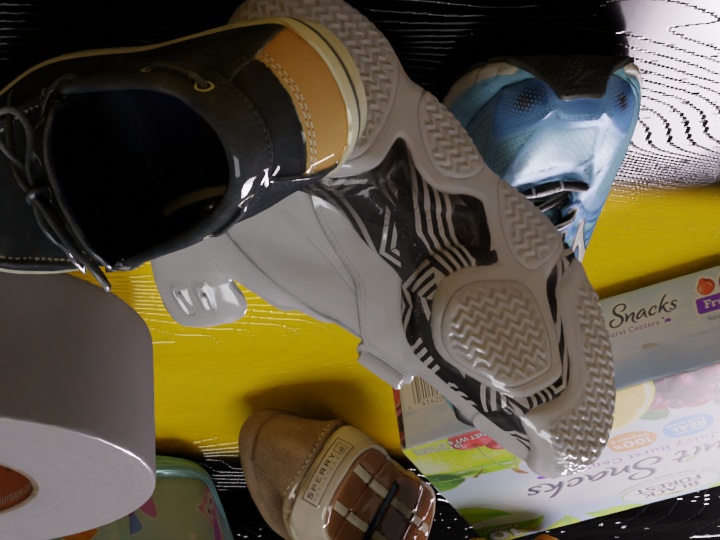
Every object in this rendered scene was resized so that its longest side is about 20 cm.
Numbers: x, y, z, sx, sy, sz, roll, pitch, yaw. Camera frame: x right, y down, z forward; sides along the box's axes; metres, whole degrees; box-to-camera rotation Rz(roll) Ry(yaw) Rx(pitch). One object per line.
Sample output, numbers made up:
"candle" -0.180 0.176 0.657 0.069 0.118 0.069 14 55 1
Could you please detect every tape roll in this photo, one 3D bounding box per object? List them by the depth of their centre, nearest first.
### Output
"tape roll" -0.183 0.059 0.784 0.200 0.066 0.200 -2 158 -1

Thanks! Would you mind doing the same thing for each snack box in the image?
"snack box" 0.131 0.064 0.921 0.200 0.053 0.142 -17 150 14

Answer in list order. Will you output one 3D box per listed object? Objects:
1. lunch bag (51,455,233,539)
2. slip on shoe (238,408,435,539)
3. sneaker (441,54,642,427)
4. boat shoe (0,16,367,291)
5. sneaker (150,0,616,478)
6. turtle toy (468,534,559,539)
"lunch bag" -0.162 0.164 0.987 0.200 0.077 0.160 -10 151 1
"slip on shoe" -0.013 0.122 0.980 0.061 0.076 0.200 25 168 21
"sneaker" 0.068 -0.007 0.747 0.078 0.090 0.200 -3 147 -11
"boat shoe" -0.085 -0.034 0.638 0.200 0.075 0.062 -12 -163 44
"sneaker" 0.000 0.000 0.692 0.200 0.075 0.115 51 137 -9
"turtle toy" 0.066 0.210 0.987 0.145 0.101 0.200 -5 125 1
